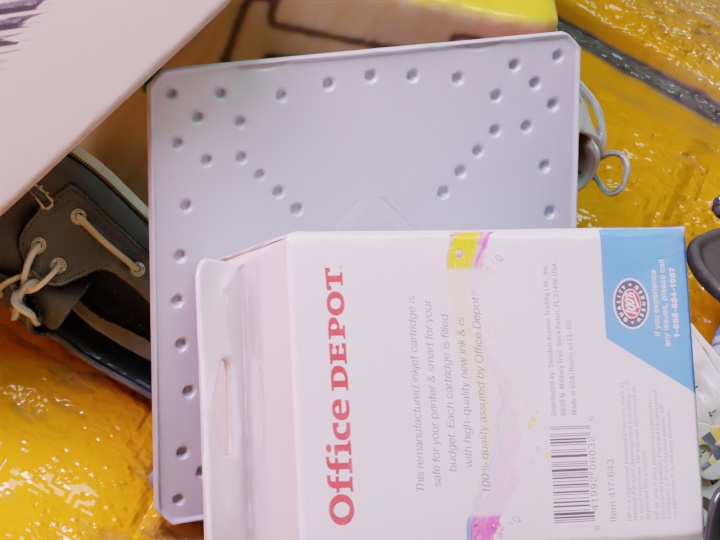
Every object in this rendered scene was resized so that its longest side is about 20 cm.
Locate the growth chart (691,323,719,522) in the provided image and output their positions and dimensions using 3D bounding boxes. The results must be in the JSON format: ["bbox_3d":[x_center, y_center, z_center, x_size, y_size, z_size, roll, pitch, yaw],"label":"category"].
[{"bbox_3d":[0.130,0.095,1.291,0.200,0.018,0.145,45,81,-5],"label":"growth chart"}]

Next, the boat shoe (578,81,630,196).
[{"bbox_3d":[0.095,-0.063,1.478,0.086,0.075,0.202,34,25,-8],"label":"boat shoe"}]

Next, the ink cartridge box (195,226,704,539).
[{"bbox_3d":[0.021,0.053,1.183,0.199,0.125,0.129,0,84,-21],"label":"ink cartridge box"}]

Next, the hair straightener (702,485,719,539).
[{"bbox_3d":[0.195,0.099,1.222,0.077,0.041,0.200,12,10,34],"label":"hair straightener"}]

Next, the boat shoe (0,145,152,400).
[{"bbox_3d":[-0.128,-0.002,1.285,0.200,0.073,0.062,34,37,-15],"label":"boat shoe"}]

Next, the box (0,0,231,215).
[{"bbox_3d":[-0.137,-0.081,1.200,0.068,0.200,0.082,46,12,-9],"label":"box"}]

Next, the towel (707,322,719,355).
[{"bbox_3d":[0.233,0.073,1.406,0.147,0.024,0.200,35,22,4],"label":"towel"}]

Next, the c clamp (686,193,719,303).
[{"bbox_3d":[0.247,0.019,1.469,0.200,0.027,0.171,40,25,24],"label":"c clamp"}]

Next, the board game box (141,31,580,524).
[{"bbox_3d":[0.000,0.000,1.264,0.199,0.201,0.026,-7,18,-22],"label":"board game box"}]

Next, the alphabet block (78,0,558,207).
[{"bbox_3d":[-0.043,-0.120,1.375,0.196,0.200,0.196,9,43,-21],"label":"alphabet block"}]
